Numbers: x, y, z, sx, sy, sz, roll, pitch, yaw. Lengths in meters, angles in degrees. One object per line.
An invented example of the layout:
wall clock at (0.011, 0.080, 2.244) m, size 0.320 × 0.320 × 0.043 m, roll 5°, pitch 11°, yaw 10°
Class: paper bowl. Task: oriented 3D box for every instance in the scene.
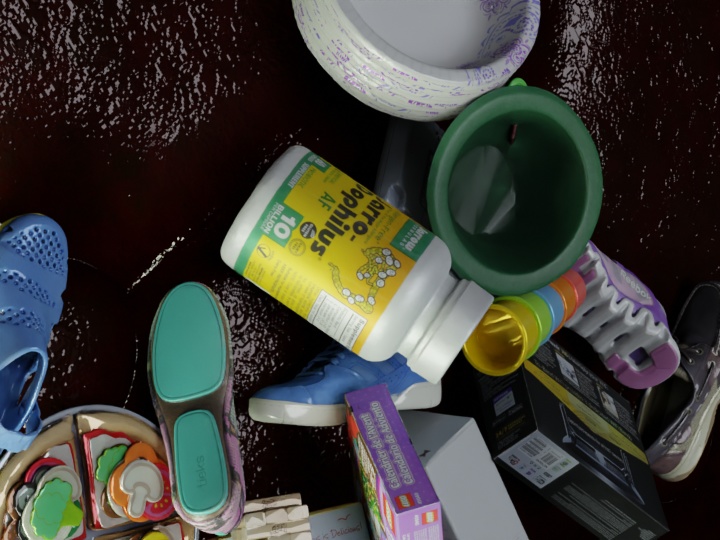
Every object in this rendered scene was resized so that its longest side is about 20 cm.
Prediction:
paper bowl at (0.037, -0.213, 1.632) m, size 0.199 × 0.104 × 0.202 m, roll 12°, pitch 61°, yaw -22°

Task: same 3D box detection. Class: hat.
hat at (0.095, -0.073, 1.699) m, size 0.166 × 0.176 × 0.200 m, roll -44°, pitch 119°, yaw -13°

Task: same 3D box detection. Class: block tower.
block tower at (-0.061, 0.276, 1.550) m, size 0.057 × 0.054 × 0.202 m, roll -7°, pitch 83°, yaw -17°

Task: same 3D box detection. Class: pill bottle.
pill bottle at (0.000, 0.000, 1.575) m, size 0.199 × 0.113 × 0.113 m, roll 35°, pitch 65°, yaw 4°

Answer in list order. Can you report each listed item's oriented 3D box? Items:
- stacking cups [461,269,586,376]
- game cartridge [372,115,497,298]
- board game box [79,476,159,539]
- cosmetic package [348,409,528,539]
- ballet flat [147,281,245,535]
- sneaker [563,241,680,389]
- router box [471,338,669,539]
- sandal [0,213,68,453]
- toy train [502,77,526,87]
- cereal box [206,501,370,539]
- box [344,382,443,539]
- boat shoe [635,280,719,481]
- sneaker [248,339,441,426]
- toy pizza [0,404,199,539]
stacking cups at (0.147, 0.041, 1.709) m, size 0.200 × 0.060 × 0.061 m, roll -21°, pitch 107°, yaw -65°
game cartridge at (0.075, -0.038, 1.711) m, size 0.200 × 0.040 × 0.134 m, roll 52°, pitch 39°, yaw -34°
board game box at (-0.221, 0.267, 1.518) m, size 0.105 × 0.023 × 0.201 m, roll 35°, pitch 70°, yaw -34°
cosmetic package at (0.080, 0.222, 1.720) m, size 0.071 × 0.101 × 0.201 m, roll -40°, pitch 117°, yaw -32°
ballet flat at (-0.123, 0.110, 1.551) m, size 0.071 × 0.069 × 0.201 m, roll 69°, pitch 10°, yaw -66°
sneaker at (0.216, 0.016, 1.847) m, size 0.200 × 0.080 × 0.089 m, roll 45°, pitch 30°, yaw -15°
router box at (0.182, 0.141, 1.777) m, size 0.200 × 0.052 × 0.158 m, roll 38°, pitch 27°, yaw -35°
sandal at (-0.248, 0.056, 1.443) m, size 0.079 × 0.087 × 0.202 m, roll 20°, pitch 77°, yaw -37°
toy train at (0.110, -0.160, 1.768) m, size 0.057 × 0.042 × 0.200 m, roll -53°, pitch 123°, yaw -14°
cereal box at (-0.045, 0.298, 1.601) m, size 0.143 × 0.040 × 0.202 m, roll -11°, pitch 85°, yaw -20°
box at (0.030, 0.209, 1.607) m, size 0.039 × 0.137 × 0.201 m, roll -15°, pitch 132°, yaw -11°
boat shoe at (0.312, 0.101, 1.933) m, size 0.065 × 0.072 × 0.201 m, roll 26°, pitch 81°, yaw -43°
sneaker at (-0.012, 0.064, 1.649) m, size 0.199 × 0.076 × 0.112 m, roll -5°, pitch 96°, yaw -40°
toy pizza at (-0.198, 0.202, 1.499) m, size 0.199 × 0.032 × 0.202 m, roll -2°, pitch 92°, yaw -39°
